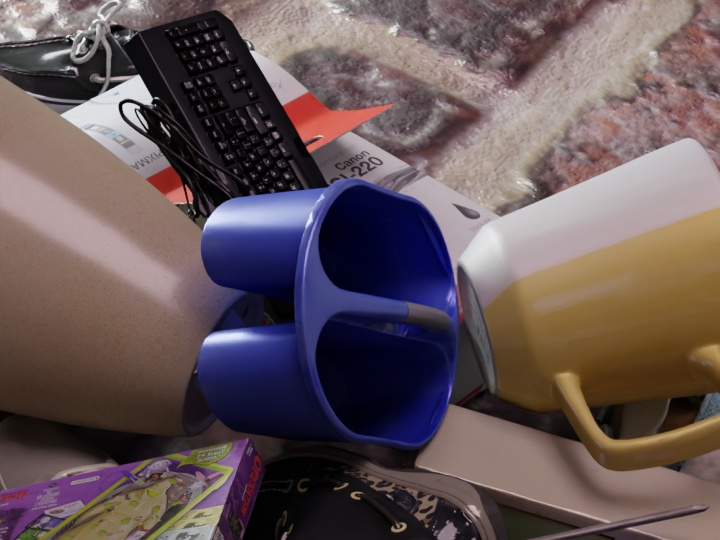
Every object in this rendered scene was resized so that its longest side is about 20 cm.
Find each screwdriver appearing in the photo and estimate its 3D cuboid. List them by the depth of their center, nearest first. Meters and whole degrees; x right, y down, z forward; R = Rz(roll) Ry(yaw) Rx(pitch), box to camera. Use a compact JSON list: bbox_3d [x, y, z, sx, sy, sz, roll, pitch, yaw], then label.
[{"bbox_3d":[0.096,0.149,1.589,0.199,0.028,0.029,-15,20,10],"label":"screwdriver"}]

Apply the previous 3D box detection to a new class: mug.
[{"bbox_3d":[0.142,0.018,1.645,0.153,0.150,0.187,-15,15,-5],"label":"mug"}]

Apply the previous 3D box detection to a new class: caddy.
[{"bbox_3d":[-0.006,0.026,1.567,0.105,0.142,0.200,-1,-7,25],"label":"caddy"}]

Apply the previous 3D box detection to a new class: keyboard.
[{"bbox_3d":[-0.066,-0.064,1.679,0.104,0.040,0.200,-23,76,-36],"label":"keyboard"}]

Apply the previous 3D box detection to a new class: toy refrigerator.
[{"bbox_3d":[0.125,0.150,1.627,0.199,0.076,0.070,17,36,5],"label":"toy refrigerator"}]

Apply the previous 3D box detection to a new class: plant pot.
[{"bbox_3d":[-0.163,0.011,1.630,0.199,0.188,0.187,24,38,17],"label":"plant pot"}]

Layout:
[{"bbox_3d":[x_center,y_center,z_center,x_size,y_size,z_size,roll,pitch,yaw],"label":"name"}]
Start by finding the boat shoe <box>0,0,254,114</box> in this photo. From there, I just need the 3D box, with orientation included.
[{"bbox_3d":[-0.170,-0.140,1.933,0.198,0.068,0.074,8,36,-6],"label":"boat shoe"}]

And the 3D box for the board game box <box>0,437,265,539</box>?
[{"bbox_3d":[-0.154,0.151,1.500,0.199,0.032,0.120,-13,35,22],"label":"board game box"}]

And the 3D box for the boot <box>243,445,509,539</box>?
[{"bbox_3d":[-0.040,0.157,1.515,0.203,0.074,0.154,2,22,45],"label":"boot"}]

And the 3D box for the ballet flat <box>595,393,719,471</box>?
[{"bbox_3d":[0.183,0.079,1.744,0.074,0.074,0.200,18,37,8],"label":"ballet flat"}]

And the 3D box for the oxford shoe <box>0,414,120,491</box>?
[{"bbox_3d":[-0.142,0.134,1.588,0.075,0.058,0.200,-17,42,-27],"label":"oxford shoe"}]

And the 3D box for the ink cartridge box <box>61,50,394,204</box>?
[{"bbox_3d":[-0.102,-0.091,1.796,0.160,0.047,0.200,-30,20,-36],"label":"ink cartridge box"}]

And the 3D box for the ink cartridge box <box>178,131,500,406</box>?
[{"bbox_3d":[0.000,0.000,1.784,0.200,0.085,0.146,29,40,25],"label":"ink cartridge box"}]

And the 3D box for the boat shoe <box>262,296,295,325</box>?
[{"bbox_3d":[-0.120,0.018,1.731,0.200,0.071,0.062,25,23,27],"label":"boat shoe"}]
